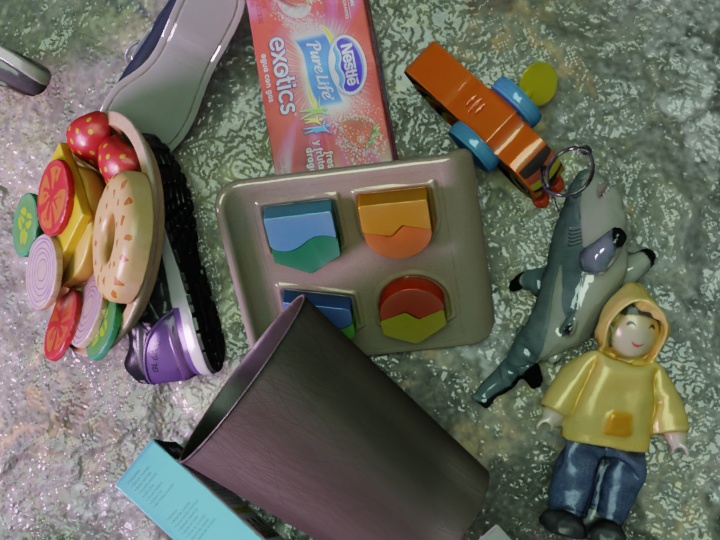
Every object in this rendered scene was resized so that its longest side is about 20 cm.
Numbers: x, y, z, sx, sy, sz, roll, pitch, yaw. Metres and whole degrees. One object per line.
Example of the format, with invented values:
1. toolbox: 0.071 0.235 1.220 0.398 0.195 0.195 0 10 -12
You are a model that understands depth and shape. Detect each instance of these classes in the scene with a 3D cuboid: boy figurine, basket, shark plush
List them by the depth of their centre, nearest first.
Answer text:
1. basket: -0.012 0.140 1.251 0.199 0.180 0.136 36 43 -6
2. boy figurine: 0.202 0.111 1.277 0.123 0.064 0.202 16 91 -1
3. shark plush: 0.157 0.023 1.320 0.083 0.091 0.201 36 109 28

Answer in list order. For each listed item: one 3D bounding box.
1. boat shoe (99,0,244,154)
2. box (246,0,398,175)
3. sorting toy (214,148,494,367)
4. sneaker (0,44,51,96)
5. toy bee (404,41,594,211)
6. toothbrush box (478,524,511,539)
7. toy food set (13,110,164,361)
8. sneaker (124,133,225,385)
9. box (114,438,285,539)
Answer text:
1. boat shoe: -0.158 -0.167 1.352 0.074 0.062 0.201 25 110 -11
2. box: -0.028 -0.145 1.318 0.094 0.103 0.202 -11 76 4
3. sorting toy: 0.000 0.000 1.275 0.198 0.186 0.037 -9 38 3
4. sneaker: -0.356 -0.152 1.379 0.198 0.075 0.107 18 89 17
5. toy bee: 0.115 -0.093 1.313 0.130 0.109 0.201 -27 56 10
6. toothbrush box: 0.075 0.307 1.207 0.146 0.086 0.200 47 132 10
7. toy food set: -0.214 -0.026 1.297 0.199 0.048 0.201 -57 44 34
8. sneaker: -0.177 -0.007 1.326 0.087 0.076 0.202 -12 90 13
9. box: -0.097 0.216 1.291 0.200 0.082 0.049 40 89 10
